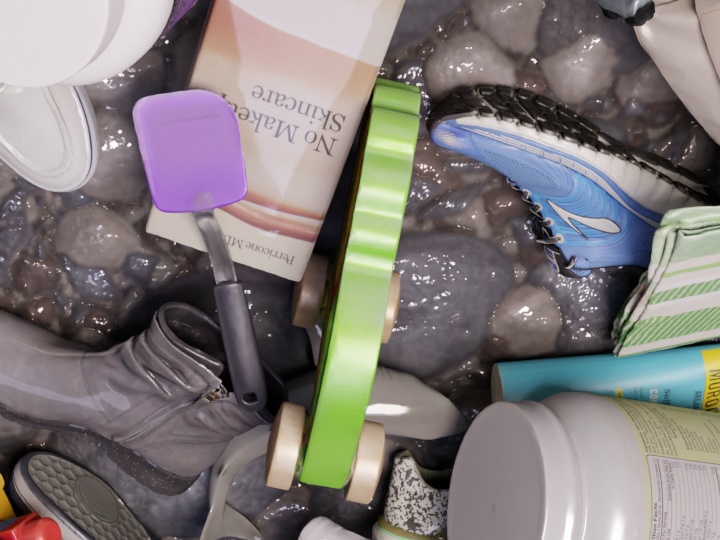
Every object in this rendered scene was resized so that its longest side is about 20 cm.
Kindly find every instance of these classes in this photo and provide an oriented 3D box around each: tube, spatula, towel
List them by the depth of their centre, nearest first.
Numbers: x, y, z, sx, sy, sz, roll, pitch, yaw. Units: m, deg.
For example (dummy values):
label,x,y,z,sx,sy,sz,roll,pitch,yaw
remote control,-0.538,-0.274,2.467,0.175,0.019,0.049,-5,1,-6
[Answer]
label,x,y,z,sx,sy,sz,roll,pitch,yaw
spatula,-0.078,-0.004,0.731,0.056,0.021,0.202,-8,120,6
towel,0.228,-0.001,0.756,0.150,0.024,0.200,-11,158,-2
tube,0.186,0.081,0.862,0.197,0.051,0.078,-4,130,-4

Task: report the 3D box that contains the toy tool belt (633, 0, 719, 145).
label,x,y,z,sx,sy,sz,roll,pitch,yaw
toy tool belt,0.246,-0.115,0.724,0.122,0.125,0.200,-35,112,24

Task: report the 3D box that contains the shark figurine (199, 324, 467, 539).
label,x,y,z,sx,sy,sz,roll,pitch,yaw
shark figurine,-0.051,0.116,0.850,0.213,0.090,0.129,-34,103,17

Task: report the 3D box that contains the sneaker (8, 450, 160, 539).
label,x,y,z,sx,sy,sz,roll,pitch,yaw
sneaker,-0.203,0.231,0.912,0.146,0.077,0.203,-37,111,13

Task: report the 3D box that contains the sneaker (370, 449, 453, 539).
label,x,y,z,sx,sy,sz,roll,pitch,yaw
sneaker,0.104,0.162,0.889,0.197,0.077,0.090,3,101,-6

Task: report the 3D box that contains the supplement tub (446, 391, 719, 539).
label,x,y,z,sx,sy,sz,roll,pitch,yaw
supplement tub,0.167,0.153,0.795,0.197,0.145,0.147,10,117,-21

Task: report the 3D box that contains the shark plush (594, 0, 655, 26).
label,x,y,z,sx,sy,sz,roll,pitch,yaw
shark plush,0.078,-0.172,0.669,0.083,0.202,0.091,12,132,-41

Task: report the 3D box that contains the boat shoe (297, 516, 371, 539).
label,x,y,z,sx,sy,sz,roll,pitch,yaw
boat shoe,-0.022,0.223,0.898,0.067,0.073,0.201,40,145,16

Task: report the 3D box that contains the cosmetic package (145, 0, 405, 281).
label,x,y,z,sx,sy,sz,roll,pitch,yaw
cosmetic package,-0.046,-0.110,0.742,0.102,0.088,0.202,16,115,-9

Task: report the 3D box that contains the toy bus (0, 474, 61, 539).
label,x,y,z,sx,sy,sz,roll,pitch,yaw
toy bus,-0.258,0.231,0.840,0.190,0.136,0.203,-15,99,26

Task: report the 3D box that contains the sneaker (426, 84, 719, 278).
label,x,y,z,sx,sy,sz,roll,pitch,yaw
sneaker,0.124,-0.041,0.782,0.198,0.079,0.090,25,111,-12

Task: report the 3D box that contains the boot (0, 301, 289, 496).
label,x,y,z,sx,sy,sz,roll,pitch,yaw
boot,-0.150,0.055,0.813,0.199,0.070,0.132,29,133,-22

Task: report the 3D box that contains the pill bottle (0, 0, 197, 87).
label,x,y,z,sx,sy,sz,roll,pitch,yaw
pill bottle,-0.138,-0.158,0.651,0.110,0.200,0.113,2,114,5

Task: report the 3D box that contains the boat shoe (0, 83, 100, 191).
label,x,y,z,sx,sy,sz,roll,pitch,yaw
boat shoe,-0.217,-0.122,0.736,0.074,0.086,0.204,-22,114,10

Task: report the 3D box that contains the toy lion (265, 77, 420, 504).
label,x,y,z,sx,sy,sz,roll,pitch,yaw
toy lion,0.000,0.000,0.742,0.068,0.202,0.193,11,134,-4
